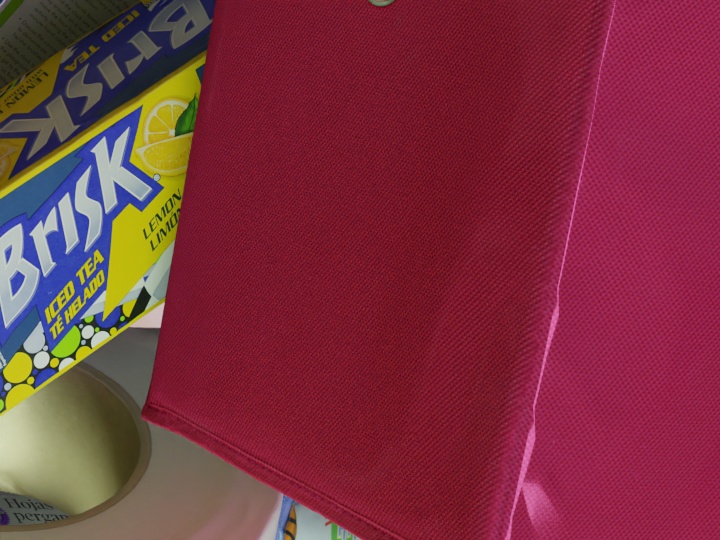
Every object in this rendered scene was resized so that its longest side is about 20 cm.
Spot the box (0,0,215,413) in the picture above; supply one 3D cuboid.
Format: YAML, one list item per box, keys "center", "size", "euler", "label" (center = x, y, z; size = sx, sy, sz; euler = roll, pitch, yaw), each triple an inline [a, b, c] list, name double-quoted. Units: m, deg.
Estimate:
- center: [-0.091, -0.022, 0.789]
  size: [0.200, 0.070, 0.064]
  euler: [-35, 121, -20]
  label: "box"

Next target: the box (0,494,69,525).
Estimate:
- center: [-0.084, 0.121, 1.033]
  size: [0.200, 0.039, 0.042]
  euler: [6, 118, -37]
  label: "box"

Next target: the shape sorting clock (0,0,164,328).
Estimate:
- center: [-0.064, -0.077, 0.868]
  size: [0.200, 0.039, 0.201]
  euler: [-9, 113, -22]
  label: "shape sorting clock"

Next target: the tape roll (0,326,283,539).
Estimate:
- center: [-0.128, 0.082, 0.856]
  size: [0.202, 0.202, 0.071]
  euler: [-9, 128, -29]
  label: "tape roll"

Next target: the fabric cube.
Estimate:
- center: [0.075, -0.024, 0.725]
  size: [0.200, 0.196, 0.200]
  euler: [7, 99, -33]
  label: "fabric cube"

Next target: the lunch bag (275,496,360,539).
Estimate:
- center: [0.035, 0.125, 0.963]
  size: [0.200, 0.075, 0.161]
  euler: [-24, 125, -47]
  label: "lunch bag"
